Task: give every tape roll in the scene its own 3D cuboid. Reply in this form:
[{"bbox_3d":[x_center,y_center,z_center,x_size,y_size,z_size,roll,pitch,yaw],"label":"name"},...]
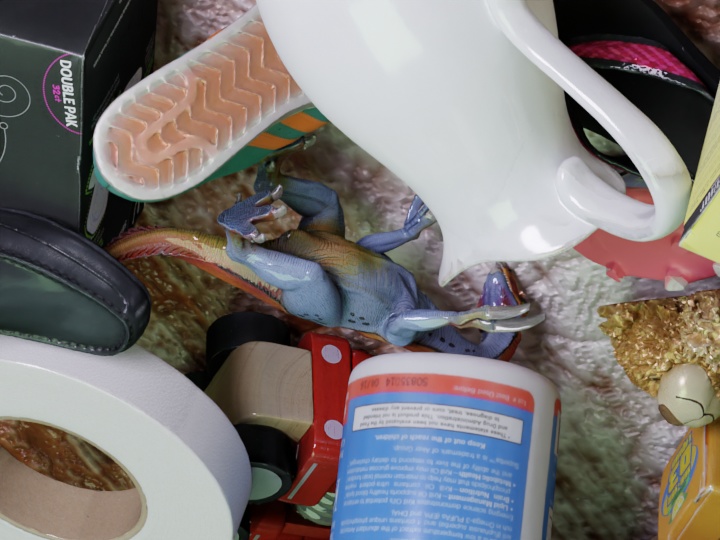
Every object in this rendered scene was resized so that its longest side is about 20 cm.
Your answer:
[{"bbox_3d":[-0.154,0.097,1.343,0.203,0.037,0.203,12,141,9],"label":"tape roll"}]

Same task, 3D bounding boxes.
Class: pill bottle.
[{"bbox_3d":[0.038,0.150,1.312,0.112,0.200,0.112,6,163,2],"label":"pill bottle"}]

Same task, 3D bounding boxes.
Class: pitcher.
[{"bbox_3d":[0.050,-0.094,1.123,0.172,0.121,0.200,-4,122,53],"label":"pitcher"}]

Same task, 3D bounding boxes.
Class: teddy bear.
[{"bbox_3d":[0.214,0.038,1.278,0.200,0.067,0.145,-7,174,19],"label":"teddy bear"}]

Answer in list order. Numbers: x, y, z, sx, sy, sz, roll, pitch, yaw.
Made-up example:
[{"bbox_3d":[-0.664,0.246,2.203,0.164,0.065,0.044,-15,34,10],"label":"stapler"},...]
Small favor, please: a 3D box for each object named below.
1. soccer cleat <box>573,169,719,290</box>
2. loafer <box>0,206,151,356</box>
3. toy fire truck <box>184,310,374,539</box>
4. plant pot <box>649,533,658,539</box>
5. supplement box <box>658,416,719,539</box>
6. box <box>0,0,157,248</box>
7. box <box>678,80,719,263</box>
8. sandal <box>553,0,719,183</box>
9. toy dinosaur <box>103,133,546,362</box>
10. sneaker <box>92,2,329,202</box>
[{"bbox_3d":[0.181,-0.042,1.250,0.200,0.077,0.067,-12,128,47],"label":"soccer cleat"},{"bbox_3d":[-0.199,0.001,1.232,0.200,0.070,0.068,20,135,-1],"label":"loafer"},{"bbox_3d":[-0.010,0.130,1.447,0.200,0.129,0.176,11,143,-20],"label":"toy fire truck"},{"bbox_3d":[0.177,0.244,1.442,0.200,0.200,0.175,37,149,-17],"label":"plant pot"},{"bbox_3d":[0.259,0.133,1.360,0.200,0.069,0.067,15,136,-10],"label":"supplement box"},{"bbox_3d":[-0.187,-0.082,1.289,0.148,0.124,0.200,14,133,7],"label":"box"},{"bbox_3d":[0.186,-0.087,1.103,0.050,0.200,0.075,24,134,-4],"label":"box"},{"bbox_3d":[0.131,-0.074,1.189,0.200,0.045,0.075,38,129,26],"label":"sandal"},{"bbox_3d":[0.000,0.000,1.316,0.200,0.105,0.182,-15,135,26],"label":"toy dinosaur"},{"bbox_3d":[-0.039,-0.095,1.234,0.200,0.080,0.071,-27,94,-8],"label":"sneaker"}]
